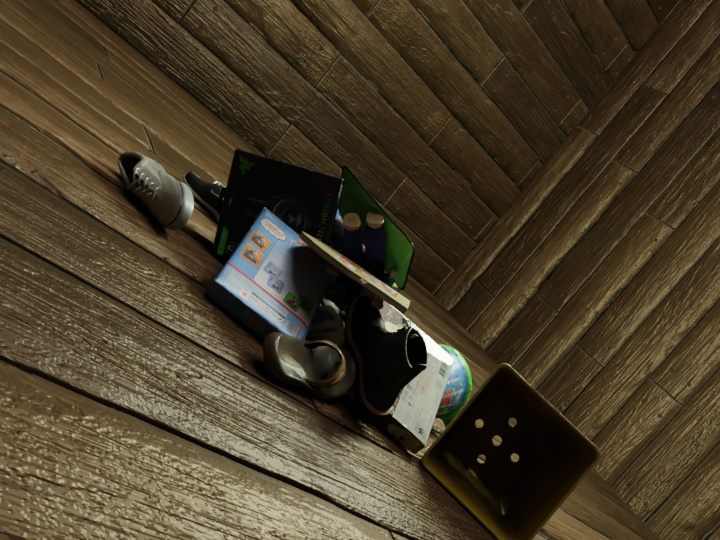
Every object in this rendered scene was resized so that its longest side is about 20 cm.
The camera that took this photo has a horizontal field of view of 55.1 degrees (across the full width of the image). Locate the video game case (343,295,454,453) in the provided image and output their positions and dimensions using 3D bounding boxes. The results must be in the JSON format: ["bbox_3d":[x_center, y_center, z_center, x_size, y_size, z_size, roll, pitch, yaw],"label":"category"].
[{"bbox_3d":[0.055,0.158,1.103,0.180,0.036,0.201,40,39,-8],"label":"video game case"}]

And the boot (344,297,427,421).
[{"bbox_3d":[0.044,0.097,1.009,0.076,0.139,0.203,12,47,-29],"label":"boot"}]

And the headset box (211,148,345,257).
[{"bbox_3d":[-0.141,-0.095,1.158,0.195,0.179,0.093,16,6,0],"label":"headset box"}]

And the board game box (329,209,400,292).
[{"bbox_3d":[-0.038,-0.040,1.298,0.195,0.062,0.203,8,48,-23],"label":"board game box"}]

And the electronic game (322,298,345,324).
[{"bbox_3d":[-0.023,0.114,1.328,0.198,0.042,0.200,34,4,-3],"label":"electronic game"}]

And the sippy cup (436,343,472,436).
[{"bbox_3d":[0.120,0.207,1.246,0.176,0.142,0.130,34,14,23],"label":"sippy cup"}]

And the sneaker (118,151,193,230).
[{"bbox_3d":[-0.317,-0.122,1.045,0.070,0.074,0.199,21,10,-44],"label":"sneaker"}]

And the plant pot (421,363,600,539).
[{"bbox_3d":[0.231,0.288,1.115,0.199,0.201,0.176,42,0,8],"label":"plant pot"}]

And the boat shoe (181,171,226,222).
[{"bbox_3d":[-0.276,-0.138,1.372,0.200,0.061,0.075,44,7,15],"label":"boat shoe"}]

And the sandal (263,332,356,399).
[{"bbox_3d":[-0.055,0.120,0.923,0.199,0.054,0.084,32,43,-53],"label":"sandal"}]

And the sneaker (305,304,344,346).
[{"bbox_3d":[-0.106,0.067,1.091,0.104,0.077,0.200,19,14,-38],"label":"sneaker"}]

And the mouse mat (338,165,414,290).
[{"bbox_3d":[0.024,-0.071,1.207,0.201,0.007,0.162,50,-21,19],"label":"mouse mat"}]

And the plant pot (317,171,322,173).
[{"bbox_3d":[-0.113,-0.073,1.440,0.181,0.198,0.200,58,11,13],"label":"plant pot"}]

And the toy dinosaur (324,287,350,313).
[{"bbox_3d":[0.008,0.073,1.326,0.201,0.101,0.136,51,17,-10],"label":"toy dinosaur"}]

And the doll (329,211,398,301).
[{"bbox_3d":[0.000,0.000,1.182,0.049,0.133,0.204,-104,-170,-56],"label":"doll"}]

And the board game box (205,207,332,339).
[{"bbox_3d":[-0.124,0.012,1.020,0.150,0.037,0.202,39,36,-11],"label":"board game box"}]

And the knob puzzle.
[{"bbox_3d":[-0.015,0.008,1.050,0.217,0.031,0.220,34,4,-3],"label":"knob puzzle"}]

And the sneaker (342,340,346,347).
[{"bbox_3d":[0.028,0.161,1.153,0.200,0.080,0.071,47,9,34],"label":"sneaker"}]
